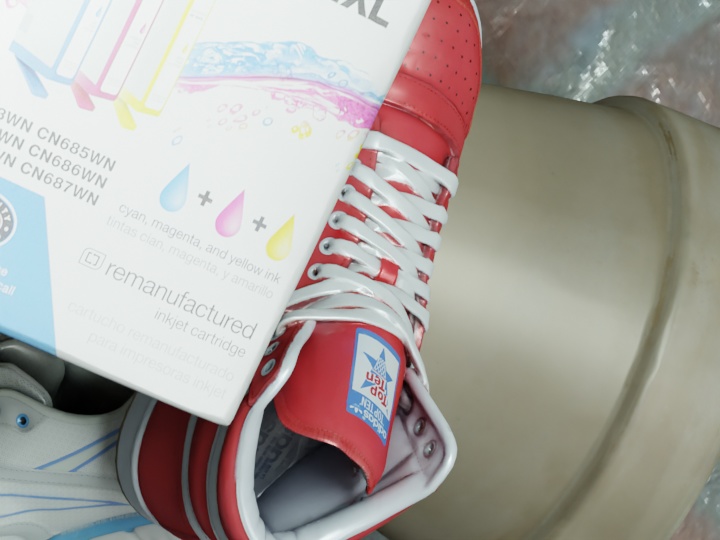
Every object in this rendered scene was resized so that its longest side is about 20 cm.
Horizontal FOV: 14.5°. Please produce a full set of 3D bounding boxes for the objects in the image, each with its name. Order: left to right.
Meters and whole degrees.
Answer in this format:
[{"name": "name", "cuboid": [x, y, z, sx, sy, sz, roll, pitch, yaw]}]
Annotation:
[{"name": "sneaker", "cuboid": [-0.122, 0.069, 0.966, 0.200, 0.075, 0.087, -23, 111, 13]}, {"name": "ink cartridge box", "cuboid": [-0.068, -0.079, 0.841, 0.128, 0.125, 0.200, 25, 92, -24]}, {"name": "sneaker", "cuboid": [0.000, 0.000, 0.872, 0.071, 0.112, 0.200, 26, 87, -25]}, {"name": "plant pot", "cuboid": [0.021, 0.006, 1.019, 0.173, 0.200, 0.200, 24, 93, -21]}]
